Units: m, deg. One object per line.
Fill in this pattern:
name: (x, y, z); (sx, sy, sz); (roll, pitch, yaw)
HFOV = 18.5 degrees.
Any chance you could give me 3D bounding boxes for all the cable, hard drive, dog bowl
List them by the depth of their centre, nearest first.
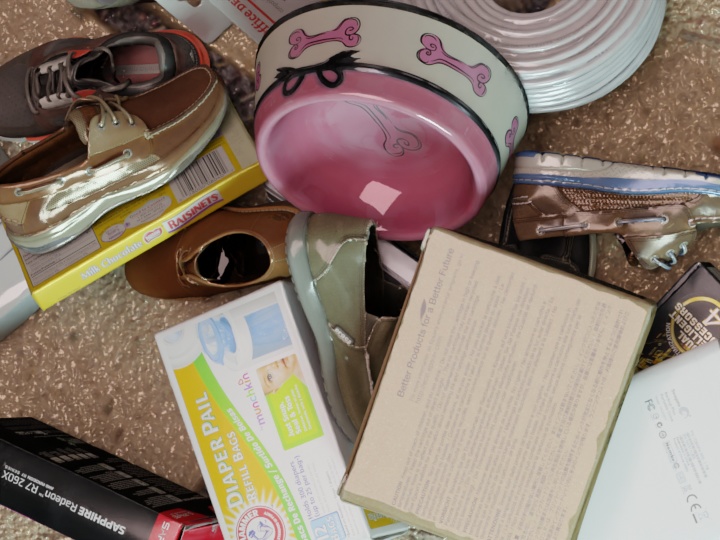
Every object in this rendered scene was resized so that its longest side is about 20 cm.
dog bowl: (0.014, -0.097, 1.548); (0.199, 0.201, 0.074); (4, 56, 18)
hard drive: (0.187, 0.147, 1.554); (0.199, 0.025, 0.133); (-25, 81, 18)
cable: (0.121, -0.210, 1.588); (0.199, 0.069, 0.201); (25, 74, 18)

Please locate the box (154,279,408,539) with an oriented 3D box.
box: (-0.057, 0.121, 1.640); (0.112, 0.101, 0.201); (-23, 81, 15)

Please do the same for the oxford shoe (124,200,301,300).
oxford shoe: (-0.117, -0.012, 1.654); (0.199, 0.071, 0.072); (-13, 99, 43)

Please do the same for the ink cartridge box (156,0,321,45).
ink cartridge box: (-0.063, -0.240, 1.642); (0.200, 0.115, 0.068); (-39, 47, 13)

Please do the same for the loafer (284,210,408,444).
loafer: (0.007, 0.047, 1.583); (0.069, 0.075, 0.201); (-12, 116, 19)

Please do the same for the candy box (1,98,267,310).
candy box: (-0.170, -0.054, 1.672); (0.199, 0.026, 0.102); (-30, 40, -1)

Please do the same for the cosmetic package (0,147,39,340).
cosmetic package: (-0.335, -0.034, 1.763); (0.151, 0.052, 0.200); (-39, 77, 9)

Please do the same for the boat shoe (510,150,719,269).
boat shoe: (0.205, -0.038, 1.572); (0.198, 0.072, 0.073); (7, 93, 6)

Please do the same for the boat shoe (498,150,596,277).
boat shoe: (0.127, 0.012, 1.606); (0.071, 0.068, 0.202); (9, 89, 19)

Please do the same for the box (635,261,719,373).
box: (0.258, 0.119, 1.568); (0.200, 0.049, 0.161); (47, 105, 14)

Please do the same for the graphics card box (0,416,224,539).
graphics card box: (-0.202, 0.169, 1.672); (0.199, 0.125, 0.051); (24, 95, 16)

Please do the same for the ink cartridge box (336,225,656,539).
ink cartridge box: (0.096, 0.089, 1.524); (0.164, 0.075, 0.201); (20, 95, 10)

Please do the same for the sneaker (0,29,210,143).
sneaker: (-0.220, -0.152, 1.713); (0.199, 0.082, 0.078); (-14, 84, 16)

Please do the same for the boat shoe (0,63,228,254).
boat shoe: (-0.187, -0.093, 1.643); (0.200, 0.072, 0.076); (-37, 39, -9)

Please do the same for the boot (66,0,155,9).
boot: (-0.164, -0.286, 1.666); (0.070, 0.146, 0.201); (26, 95, 28)

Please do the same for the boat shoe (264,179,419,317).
boat shoe: (0.000, 0.000, 1.650); (0.200, 0.070, 0.066); (36, 97, 8)
